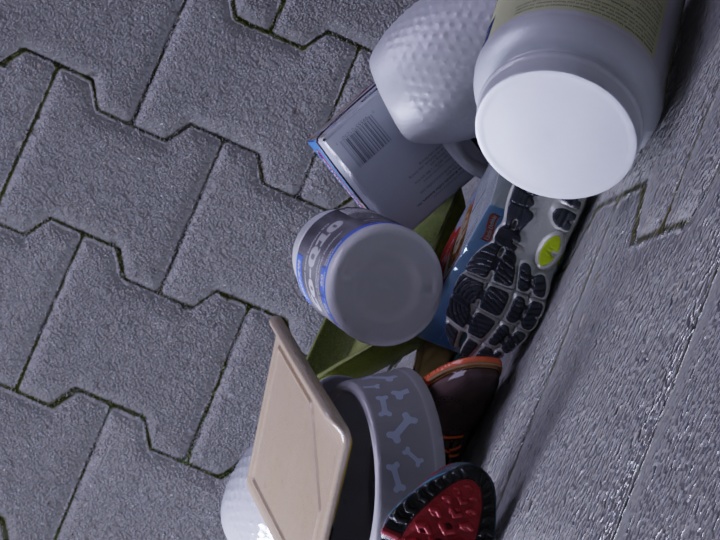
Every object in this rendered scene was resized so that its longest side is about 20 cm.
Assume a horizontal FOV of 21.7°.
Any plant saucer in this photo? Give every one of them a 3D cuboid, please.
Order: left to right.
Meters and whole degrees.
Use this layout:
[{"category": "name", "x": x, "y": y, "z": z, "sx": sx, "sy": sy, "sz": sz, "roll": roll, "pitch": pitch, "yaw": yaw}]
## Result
[{"category": "plant saucer", "x": 0.032, "y": 0.033, "z": 1.934, "sx": 0.200, "sy": 0.048, "sz": 0.201, "roll": -33, "pitch": 25, "yaw": 48}]

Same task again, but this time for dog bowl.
[{"category": "dog bowl", "x": 0.010, "y": 0.184, "z": 1.609, "sx": 0.200, "sy": 0.058, "sz": 0.203, "roll": -177, "pitch": 90, "yaw": -71}]

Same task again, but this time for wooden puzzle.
[{"category": "wooden puzzle", "x": -0.051, "y": 0.167, "z": 1.645, "sx": 0.185, "sy": 0.037, "sz": 0.202, "roll": -125, "pitch": 37, "yaw": -55}]

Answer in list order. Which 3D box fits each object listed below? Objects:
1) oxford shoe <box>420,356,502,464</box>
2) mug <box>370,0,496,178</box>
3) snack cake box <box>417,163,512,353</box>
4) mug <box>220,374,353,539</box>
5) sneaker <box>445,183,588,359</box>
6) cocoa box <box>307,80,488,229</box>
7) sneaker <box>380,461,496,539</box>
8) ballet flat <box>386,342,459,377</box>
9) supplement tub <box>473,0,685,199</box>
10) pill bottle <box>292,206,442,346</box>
[{"category": "oxford shoe", "x": 0.076, "y": 0.143, "z": 1.621, "sx": 0.201, "sy": 0.070, "sz": 0.073, "roll": 119, "pitch": 147, "yaw": -50}, {"category": "mug", "x": 0.117, "y": -0.179, "z": 1.784, "sx": 0.174, "sy": 0.201, "sz": 0.148, "roll": -25, "pitch": 19, "yaw": 11}, {"category": "snack cake box", "x": 0.125, "y": -0.025, "z": 1.760, "sx": 0.201, "sy": 0.067, "sz": 0.116, "roll": 117, "pitch": 173, "yaw": -47}, {"category": "mug", "x": -0.037, "y": 0.232, "z": 1.809, "sx": 0.175, "sy": 0.201, "sz": 0.147, "roll": -41, "pitch": -24, "yaw": 29}, {"category": "sneaker", "x": 0.141, "y": -0.011, "z": 1.577, "sx": 0.201, "sy": 0.077, "sz": 0.080, "roll": -60, "pitch": -12, "yaw": 16}, {"category": "cocoa box", "x": 0.065, "y": -0.147, "z": 1.924, "sx": 0.200, "sy": 0.134, "sz": 0.131, "roll": -41, "pitch": 9, "yaw": -4}, {"category": "sneaker", "x": 0.045, "y": 0.213, "z": 1.413, "sx": 0.096, "sy": 0.079, "sz": 0.201, "roll": -70, "pitch": 4, "yaw": -61}, {"category": "ballet flat", "x": 0.045, "y": 0.139, "z": 1.948, "sx": 0.069, "sy": 0.062, "sz": 0.202, "roll": -94, "pitch": 27, "yaw": -78}, {"category": "supplement tub", "x": 0.166, "y": -0.167, "z": 1.433, "sx": 0.146, "sy": 0.144, "sz": 0.201, "roll": 117, "pitch": 175, "yaw": -47}, {"category": "pill bottle", "x": 0.000, "y": 0.000, "z": 1.806, "sx": 0.115, "sy": 0.113, "sz": 0.200, "roll": -67, "pitch": 17, "yaw": 2}]
